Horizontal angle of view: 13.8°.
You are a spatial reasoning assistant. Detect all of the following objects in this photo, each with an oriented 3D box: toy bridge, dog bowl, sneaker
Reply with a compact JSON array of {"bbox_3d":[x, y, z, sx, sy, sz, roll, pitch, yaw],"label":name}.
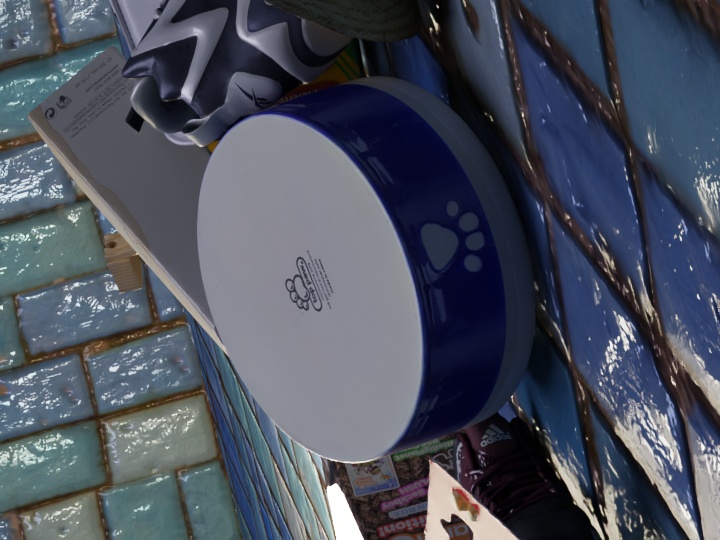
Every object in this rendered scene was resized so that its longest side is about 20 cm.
[{"bbox_3d":[-0.070,-0.032,1.918,0.067,0.200,0.027,69,-166,-48],"label":"toy bridge"},{"bbox_3d":[0.000,0.000,1.608,0.200,0.079,0.200,27,126,45],"label":"dog bowl"},{"bbox_3d":[-0.094,-0.141,1.670,0.079,0.130,0.199,37,-166,-46],"label":"sneaker"},{"bbox_3d":[0.079,0.124,1.634,0.200,0.076,0.116,98,158,-73],"label":"sneaker"}]

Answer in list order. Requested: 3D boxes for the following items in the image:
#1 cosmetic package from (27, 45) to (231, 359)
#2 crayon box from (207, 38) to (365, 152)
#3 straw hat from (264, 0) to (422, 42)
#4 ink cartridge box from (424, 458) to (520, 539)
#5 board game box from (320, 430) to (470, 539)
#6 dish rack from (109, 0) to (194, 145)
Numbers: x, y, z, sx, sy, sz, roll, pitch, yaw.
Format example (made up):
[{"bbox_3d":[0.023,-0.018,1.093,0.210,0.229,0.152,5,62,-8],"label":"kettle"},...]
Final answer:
[{"bbox_3d":[-0.106,-0.033,1.805,0.200,0.073,0.104,48,175,29],"label":"cosmetic package"},{"bbox_3d":[-0.058,-0.111,1.903,0.051,0.127,0.200,-92,-7,-51],"label":"crayon box"},{"bbox_3d":[-0.028,-0.216,1.607,0.085,0.201,0.201,-56,33,23],"label":"straw hat"},{"bbox_3d":[0.092,0.197,1.475,0.200,0.050,0.161,40,162,15],"label":"ink cartridge box"},{"bbox_3d":[0.052,0.197,1.876,0.200,0.097,0.160,-116,12,-52],"label":"board game box"},{"bbox_3d":[-0.081,-0.186,1.773,0.044,0.172,0.200,40,-161,-45],"label":"dish rack"}]
